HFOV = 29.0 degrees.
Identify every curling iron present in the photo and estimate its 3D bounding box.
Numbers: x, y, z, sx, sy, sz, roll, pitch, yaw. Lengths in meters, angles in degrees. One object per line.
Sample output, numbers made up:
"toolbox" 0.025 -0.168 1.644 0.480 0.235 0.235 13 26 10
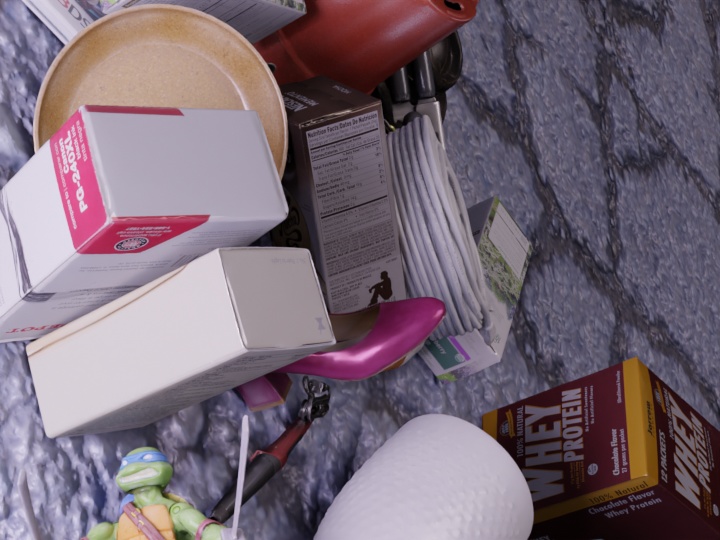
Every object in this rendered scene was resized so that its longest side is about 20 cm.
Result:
"curling iron" -0.076 0.148 1.146 0.200 0.025 0.050 -46 145 -52

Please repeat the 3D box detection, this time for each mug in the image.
"mug" 0.058 0.247 1.154 0.200 0.148 0.175 46 46 6

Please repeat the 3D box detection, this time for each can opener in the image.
"can opener" 0.057 -0.196 1.474 0.066 0.052 0.203 -158 -120 -84

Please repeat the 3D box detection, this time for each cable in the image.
"cable" 0.063 -0.037 1.279 0.200 0.068 0.203 53 23 -67

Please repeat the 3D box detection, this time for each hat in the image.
"hat" 0.064 -0.253 1.556 0.200 0.080 0.203 32 46 -40

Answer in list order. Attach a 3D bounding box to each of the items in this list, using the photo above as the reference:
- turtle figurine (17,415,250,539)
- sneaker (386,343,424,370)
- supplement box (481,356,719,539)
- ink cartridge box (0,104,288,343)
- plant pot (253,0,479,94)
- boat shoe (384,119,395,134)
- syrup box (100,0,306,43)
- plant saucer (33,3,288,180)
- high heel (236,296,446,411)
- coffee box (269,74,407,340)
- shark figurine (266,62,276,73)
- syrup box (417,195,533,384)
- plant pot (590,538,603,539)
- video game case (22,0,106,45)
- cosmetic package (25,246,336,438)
"turtle figurine" -0.144 0.211 0.910 0.142 0.200 0.197 -8 79 -21
"sneaker" 0.000 0.000 1.310 0.202 0.072 0.085 64 30 -6
"supplement box" 0.258 0.219 1.435 0.199 0.196 0.134 37 42 -36
"ink cartridge box" -0.168 -0.029 0.948 0.144 0.199 0.084 -5 71 -43
"plant pot" 0.001 -0.271 1.362 0.200 0.194 0.203 31 48 -40
"boat shoe" 0.004 -0.122 1.374 0.201 0.060 0.073 26 57 -63
"syrup box" -0.140 -0.259 1.205 0.199 0.081 0.080 1 70 -57
"plant saucer" -0.156 -0.105 1.095 0.202 0.199 0.035 63 -12 -6
"high heel" -0.033 0.041 1.123 0.097 0.198 0.068 59 26 -21
"coffee box" -0.028 -0.052 1.185 0.079 0.113 0.203 -19 115 -22
"shark figurine" -0.116 -0.152 1.227 0.214 0.089 0.130 -19 85 -60
"syrup box" 0.114 0.018 1.460 0.079 0.081 0.201 50 36 -21
"plant pot" 0.168 0.376 1.272 0.141 0.140 0.202 -28 101 -57
"video game case" -0.240 -0.282 1.183 0.182 0.023 0.201 47 37 -29
"cosmetic package" -0.128 0.052 0.972 0.103 0.199 0.074 0 69 -55
